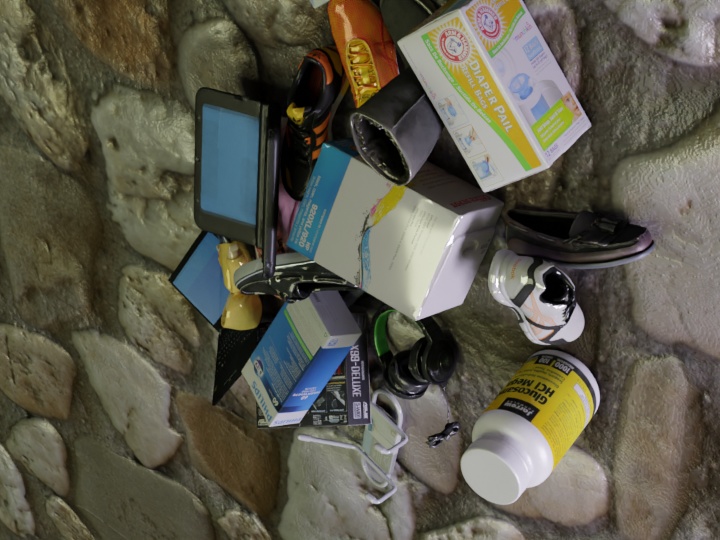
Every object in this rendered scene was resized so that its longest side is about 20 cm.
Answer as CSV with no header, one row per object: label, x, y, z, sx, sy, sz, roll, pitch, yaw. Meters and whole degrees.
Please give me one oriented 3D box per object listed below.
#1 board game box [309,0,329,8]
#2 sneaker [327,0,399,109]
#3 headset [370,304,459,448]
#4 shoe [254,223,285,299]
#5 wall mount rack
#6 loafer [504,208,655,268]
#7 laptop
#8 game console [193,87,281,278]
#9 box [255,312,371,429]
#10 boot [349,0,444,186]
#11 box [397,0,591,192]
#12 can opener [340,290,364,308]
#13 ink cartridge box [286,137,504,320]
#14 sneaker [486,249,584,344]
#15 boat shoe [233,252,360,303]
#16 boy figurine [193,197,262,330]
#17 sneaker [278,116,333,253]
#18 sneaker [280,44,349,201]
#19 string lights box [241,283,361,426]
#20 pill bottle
board game box,-0.020,-0.405,1.575,0.199,0.037,0.152,-18,109,48
sneaker,0.014,-0.239,1.636,0.072,0.077,0.201,-15,118,16
headset,0.075,0.140,1.878,0.123,0.094,0.201,-35,85,50
shoe,-0.107,-0.035,1.902,0.091,0.071,0.201,38,147,39
wall mount rack,-0.009,0.247,2.052,0.173,0.074,0.201,40,140,30
loafer,0.248,-0.042,1.607,0.199,0.072,0.064,0,117,44
laptop,-0.225,0.070,2.073,0.102,0.202,0.177,16,145,-20
game console,-0.161,-0.113,1.760,0.115,0.176,0.202,2,114,-4
box,-0.073,0.148,1.988,0.199,0.049,0.160,-9,81,44
boot,0.042,-0.211,1.548,0.182,0.200,0.072,49,142,-2
box,0.149,-0.209,1.526,0.101,0.112,0.201,-19,106,46
can opener,0.000,0.000,1.860,0.053,0.066,0.200,45,144,0
ink cartridge box,0.044,-0.056,1.677,0.199,0.147,0.146,30,110,21
sneaker,0.225,0.041,1.631,0.079,0.074,0.200,9,163,37
boat shoe,-0.084,0.011,1.816,0.198,0.057,0.068,-12,158,27
boy figurine,-0.188,-0.014,1.966,0.124,0.064,0.202,-154,53,-73
sneaker,-0.097,-0.113,1.837,0.104,0.075,0.202,21,122,24
sneaker,-0.071,-0.181,1.705,0.069,0.090,0.202,22,108,21
string lights box,-0.086,0.115,1.908,0.201,0.059,0.103,-56,52,37
pill bottle,0.211,0.198,1.724,0.112,0.200,0.113,22,133,25
